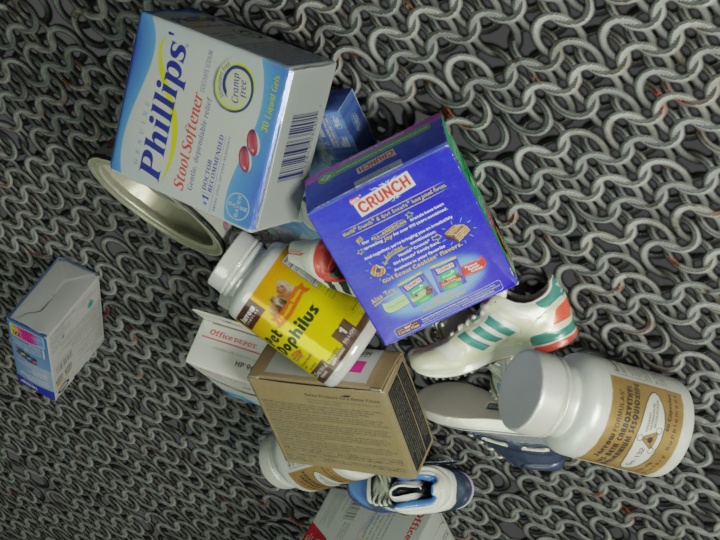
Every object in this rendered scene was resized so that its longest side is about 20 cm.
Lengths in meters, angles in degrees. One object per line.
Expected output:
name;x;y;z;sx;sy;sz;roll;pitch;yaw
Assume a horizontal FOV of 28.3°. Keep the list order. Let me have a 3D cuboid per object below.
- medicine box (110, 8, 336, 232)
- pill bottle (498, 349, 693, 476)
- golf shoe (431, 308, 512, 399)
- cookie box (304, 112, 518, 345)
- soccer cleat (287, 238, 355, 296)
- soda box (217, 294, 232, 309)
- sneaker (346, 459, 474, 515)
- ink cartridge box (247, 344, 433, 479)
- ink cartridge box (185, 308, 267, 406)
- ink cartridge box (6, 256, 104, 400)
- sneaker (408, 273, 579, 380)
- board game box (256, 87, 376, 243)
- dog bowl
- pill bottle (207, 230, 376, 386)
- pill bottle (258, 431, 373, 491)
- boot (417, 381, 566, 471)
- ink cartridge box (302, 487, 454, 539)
medicine box;-0.150;-0.165;1.538;0.199;0.103;0.184;23;110;22
pill bottle;0.259;0.154;1.585;0.198;0.116;0.114;16;152;-24
golf shoe;0.166;0.084;1.710;0.097;0.079;0.200;-36;110;30
cookie box;0.056;-0.042;1.553;0.170;0.075;0.201;-25;123;8
soccer cleat;0.000;0.000;1.679;0.085;0.069;0.199;11;176;44
soda box;-0.083;0.055;1.857;0.199;0.069;0.064;30;145;4
sneaker;0.048;0.295;1.968;0.198;0.082;0.146;0;171;25
ink cartridge box;-0.024;0.177;1.826;0.198;0.075;0.166;5;133;28
ink cartridge box;-0.157;0.127;1.940;0.115;0.068;0.200;15;163;25
ink cartridge box;-0.452;0.098;2.141;0.076;0.137;0.201;25;144;14
sneaker;0.145;0.059;1.632;0.198;0.070;0.094;-14;104;10
board game box;-0.064;-0.115;1.646;0.197;0.044;0.201;2;135;32
dog bowl;-0.230;-0.105;1.736;0.199;0.074;0.200;31;165;9
pill bottle;-0.082;0.041;1.713;0.199;0.110;0.109;36;145;-1
pill bottle;-0.056;0.253;2.029;0.114;0.115;0.199;45;144;-16
boot;0.165;0.205;1.828;0.198;0.073;0.091;9;130;30
ink cartridge box;0.030;0.438;2.153;0.198;0.146;0.145;4;136;36
